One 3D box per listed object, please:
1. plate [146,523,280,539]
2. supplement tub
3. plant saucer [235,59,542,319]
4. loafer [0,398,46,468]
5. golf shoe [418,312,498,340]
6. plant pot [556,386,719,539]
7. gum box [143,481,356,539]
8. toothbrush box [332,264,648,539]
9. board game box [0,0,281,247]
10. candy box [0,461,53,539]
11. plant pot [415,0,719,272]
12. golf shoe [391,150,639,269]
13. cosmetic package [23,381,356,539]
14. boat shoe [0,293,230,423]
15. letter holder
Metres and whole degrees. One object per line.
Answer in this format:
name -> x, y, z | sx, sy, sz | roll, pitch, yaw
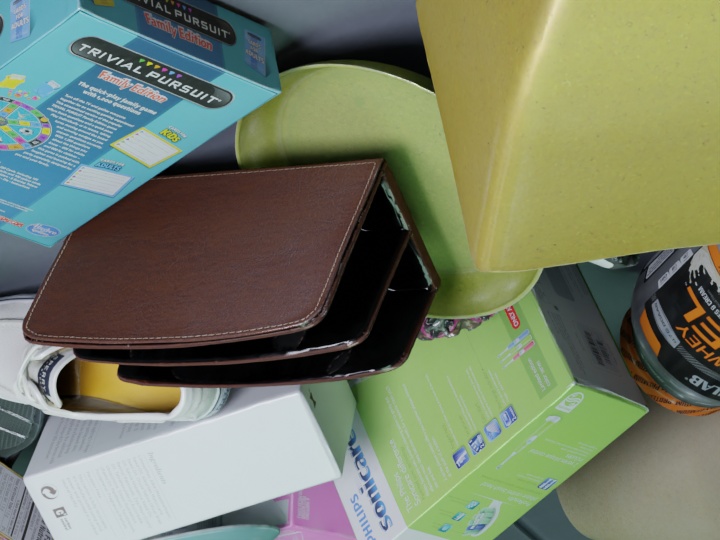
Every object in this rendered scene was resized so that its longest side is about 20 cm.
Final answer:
plate -> -0.151, 0.210, 1.815 | 0.199, 0.026, 0.200 | -13, 169, -3
supplement tub -> 0.258, 0.010, 1.732 | 0.122, 0.123, 0.200 | 3, 149, -24
plant saucer -> 0.022, -0.053, 1.540 | 0.199, 0.031, 0.200 | 19, 142, 15
loafer -> -0.252, 0.097, 1.804 | 0.072, 0.063, 0.200 | 27, 140, -3
golf shoe -> 0.000, 0.000, 1.675 | 0.199, 0.092, 0.073 | -7, 123, -2
plant pot -> 0.247, 0.140, 1.939 | 0.200, 0.188, 0.187 | -15, 155, 39
gum box -> -0.070, 0.178, 1.943 | 0.113, 0.066, 0.200 | 15, 160, -39
toothbrush box -> 0.071, 0.087, 1.743 | 0.200, 0.146, 0.086 | -42, 141, 23
board game box -> -0.168, -0.094, 1.469 | 0.200, 0.047, 0.151 | -31, 146, 33
candy box -> -0.315, 0.147, 1.783 | 0.117, 0.057, 0.200 | -26, 127, 37
plant pot -> 0.140, -0.143, 1.346 | 0.195, 0.195, 0.200 | -8, 146, -5
golf shoe -> 0.089, -0.047, 1.627 | 0.200, 0.078, 0.094 | 29, 138, -36
cosmetic package -> -0.110, 0.112, 1.723 | 0.199, 0.102, 0.071 | -18, 113, 15
boat shoe -> -0.184, 0.061, 1.656 | 0.199, 0.071, 0.070 | 13, -170, 21
letter holder -> -0.077, 0.024, 1.533 | 0.199, 0.142, 0.101 | -3, 132, 27
